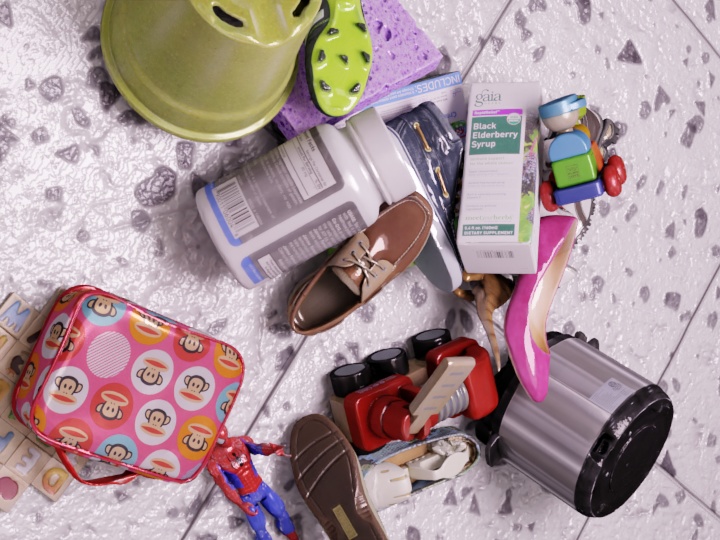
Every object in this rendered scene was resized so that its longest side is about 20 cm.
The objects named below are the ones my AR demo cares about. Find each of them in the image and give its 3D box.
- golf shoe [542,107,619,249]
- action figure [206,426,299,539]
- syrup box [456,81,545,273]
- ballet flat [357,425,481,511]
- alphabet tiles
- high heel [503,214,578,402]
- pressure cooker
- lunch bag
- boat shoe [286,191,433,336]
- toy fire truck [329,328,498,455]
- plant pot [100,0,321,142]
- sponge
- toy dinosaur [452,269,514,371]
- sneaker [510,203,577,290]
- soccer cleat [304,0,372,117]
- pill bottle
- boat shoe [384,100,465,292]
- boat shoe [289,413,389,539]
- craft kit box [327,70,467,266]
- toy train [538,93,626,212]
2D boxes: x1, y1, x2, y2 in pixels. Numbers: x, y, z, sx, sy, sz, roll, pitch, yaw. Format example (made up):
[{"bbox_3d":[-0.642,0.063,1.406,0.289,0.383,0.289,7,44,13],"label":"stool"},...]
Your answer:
[{"bbox_3d":[0.238,-0.110,1.438,0.094,0.078,0.201,29,68,-28],"label":"golf shoe"},{"bbox_3d":[-0.095,0.243,1.244,0.065,0.099,0.200,-37,110,-25],"label":"action figure"},{"bbox_3d":[0.155,-0.102,1.294,0.081,0.078,0.201,62,32,-63],"label":"syrup box"},{"bbox_3d":[0.053,0.227,1.350,0.200,0.074,0.074,-22,106,-29],"label":"ballet flat"},{"bbox_3d":[-0.313,0.123,1.145,0.166,0.006,0.200,45,71,-27],"label":"alphabet tiles"},{"bbox_3d":[0.207,0.039,1.306,0.067,0.096,0.201,31,50,-59],"label":"high heel"},{"bbox_3d":[0.241,0.167,1.396,0.176,0.200,0.179,3,114,-54],"label":"pressure cooker"},{"bbox_3d":[-0.224,0.124,1.149,0.200,0.082,0.177,28,79,-32],"label":"lunch bag"},{"bbox_3d":[0.000,0.000,1.240,0.076,0.072,0.200,41,105,-5],"label":"boat shoe"},{"bbox_3d":[0.082,0.126,1.280,0.176,0.200,0.129,-20,105,-29],"label":"toy fire truck"},{"bbox_3d":[-0.124,-0.238,1.097,0.200,0.184,0.201,4,79,-21],"label":"plant pot"},{"bbox_3d":[-0.022,-0.220,1.257,0.200,0.030,0.112,-32,81,-26],"label":"sponge"},{"bbox_3d":[0.142,0.026,1.345,0.106,0.200,0.061,30,115,6],"label":"toy dinosaur"},{"bbox_3d":[0.198,-0.073,1.381,0.074,0.088,0.201,-18,91,-71],"label":"sneaker"},{"bbox_3d":[-0.029,-0.242,1.205,0.067,0.081,0.201,4,74,-18],"label":"soccer cleat"},{"bbox_3d":[-0.052,-0.075,1.187,0.200,0.114,0.114,-28,111,1],"label":"pill bottle"},{"bbox_3d":[0.084,-0.080,1.291,0.091,0.071,0.201,-34,110,-24],"label":"boat shoe"},{"bbox_3d":[-0.018,0.251,1.280,0.071,0.076,0.200,-25,68,3],"label":"boat shoe"},{"bbox_3d":[0.042,-0.104,1.329,0.200,0.048,0.198,-19,101,-30],"label":"craft kit box"},{"bbox_3d":[0.242,-0.143,1.326,0.200,0.084,0.116,-41,117,-68],"label":"toy train"}]
